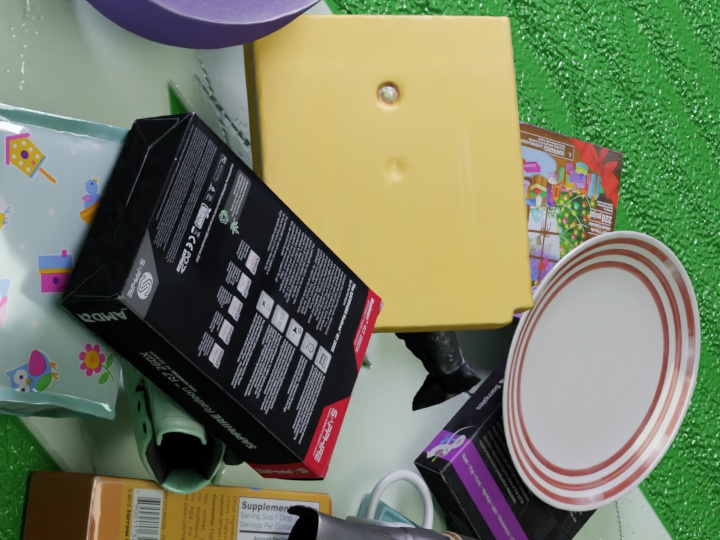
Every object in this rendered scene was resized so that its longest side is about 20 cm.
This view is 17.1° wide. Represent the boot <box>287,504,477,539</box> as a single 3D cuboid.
[{"bbox_3d":[-0.001,0.251,1.485,0.138,0.077,0.201,18,66,-30],"label":"boot"}]

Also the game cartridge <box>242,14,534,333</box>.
[{"bbox_3d":[0.017,-0.061,1.503,0.175,0.032,0.201,-1,82,-18],"label":"game cartridge"}]

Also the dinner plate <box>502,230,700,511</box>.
[{"bbox_3d":[0.165,0.069,1.684,0.200,0.024,0.201,-11,107,-39],"label":"dinner plate"}]

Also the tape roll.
[{"bbox_3d":[-0.087,-0.235,1.412,0.199,0.085,0.201,1,85,-16],"label":"tape roll"}]

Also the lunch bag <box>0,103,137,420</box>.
[{"bbox_3d":[-0.228,-0.010,1.311,0.199,0.122,0.171,13,80,-40],"label":"lunch bag"}]

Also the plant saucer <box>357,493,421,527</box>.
[{"bbox_3d":[-0.003,0.255,1.616,0.070,0.019,0.201,37,67,-39],"label":"plant saucer"}]

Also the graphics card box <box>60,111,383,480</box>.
[{"bbox_3d":[-0.073,0.018,1.357,0.200,0.051,0.126,45,54,-42],"label":"graphics card box"}]

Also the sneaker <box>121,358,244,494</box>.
[{"bbox_3d":[-0.104,0.034,1.395,0.073,0.118,0.201,-8,124,-8],"label":"sneaker"}]

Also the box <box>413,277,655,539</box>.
[{"bbox_3d":[0.136,0.117,1.710,0.200,0.036,0.143,-46,127,-21],"label":"box"}]

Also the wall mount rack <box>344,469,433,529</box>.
[{"bbox_3d":[0.052,0.240,1.604,0.173,0.074,0.201,19,79,-41],"label":"wall mount rack"}]

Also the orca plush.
[{"bbox_3d":[0.000,0.000,1.561,0.071,0.105,0.201,-23,99,-23],"label":"orca plush"}]

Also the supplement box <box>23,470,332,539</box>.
[{"bbox_3d":[-0.109,0.162,1.473,0.199,0.066,0.069,13,80,-45],"label":"supplement box"}]

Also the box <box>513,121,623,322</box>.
[{"bbox_3d":[0.105,-0.035,1.700,0.199,0.039,0.138,12,84,-45],"label":"box"}]
